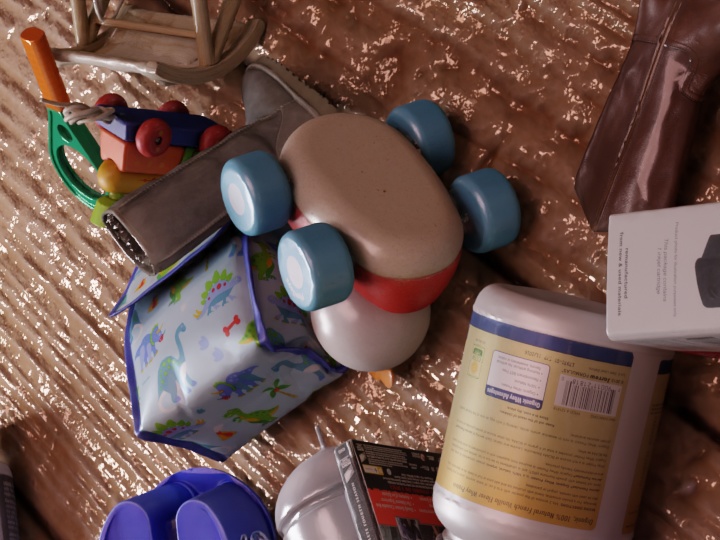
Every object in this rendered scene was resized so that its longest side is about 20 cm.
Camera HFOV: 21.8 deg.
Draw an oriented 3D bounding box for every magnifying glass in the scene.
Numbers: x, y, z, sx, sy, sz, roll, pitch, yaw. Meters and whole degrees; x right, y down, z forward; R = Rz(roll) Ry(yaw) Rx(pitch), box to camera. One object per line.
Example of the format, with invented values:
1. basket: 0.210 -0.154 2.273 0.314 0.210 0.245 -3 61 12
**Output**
1. magnifying glass: -0.269 -0.136 1.716 0.079 0.022 0.201 24 146 36

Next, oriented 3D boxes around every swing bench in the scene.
1. swing bench: -0.185 -0.270 1.670 0.198 0.129 0.202 15 100 44

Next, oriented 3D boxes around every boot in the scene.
1. boot: 0.232 -0.104 1.278 0.186 0.064 0.202 32 104 56
2. boot: -0.121 -0.084 1.528 0.199 0.073 0.182 -39 26 -8

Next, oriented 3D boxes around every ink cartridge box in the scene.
1. ink cartridge box: 0.275 0.005 1.166 0.199 0.145 0.084 -6 78 43

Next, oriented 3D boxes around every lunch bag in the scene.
1. lunch bag: -0.116 0.028 1.568 0.169 0.127 0.202 -35 50 31

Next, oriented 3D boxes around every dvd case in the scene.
1. dvd case: 0.055 0.223 1.353 0.022 0.145 0.202 -32 64 27

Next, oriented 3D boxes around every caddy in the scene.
1. caddy: -0.139 0.268 1.568 0.140 0.105 0.203 -3 88 23

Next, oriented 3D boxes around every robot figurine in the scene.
1. robot figurine: 0.003 0.217 1.425 0.170 0.112 0.201 104 148 -58

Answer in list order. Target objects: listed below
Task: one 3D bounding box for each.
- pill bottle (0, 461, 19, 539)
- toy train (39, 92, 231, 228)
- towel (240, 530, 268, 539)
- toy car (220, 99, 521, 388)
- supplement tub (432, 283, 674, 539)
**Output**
1. pill bottle: -0.387 0.246 1.805 0.113 0.113 0.202 -24 68 40
2. toy train: -0.210 -0.087 1.619 0.084 0.199 0.117 30 109 42
3. towel: -0.035 0.308 1.451 0.024 0.147 0.201 -25 60 -3
4. toy car: 0.000 0.000 1.454 0.177 0.183 0.201 50 146 36
5. supplement tub: 0.129 0.121 1.294 0.144 0.144 0.202 17 96 44
